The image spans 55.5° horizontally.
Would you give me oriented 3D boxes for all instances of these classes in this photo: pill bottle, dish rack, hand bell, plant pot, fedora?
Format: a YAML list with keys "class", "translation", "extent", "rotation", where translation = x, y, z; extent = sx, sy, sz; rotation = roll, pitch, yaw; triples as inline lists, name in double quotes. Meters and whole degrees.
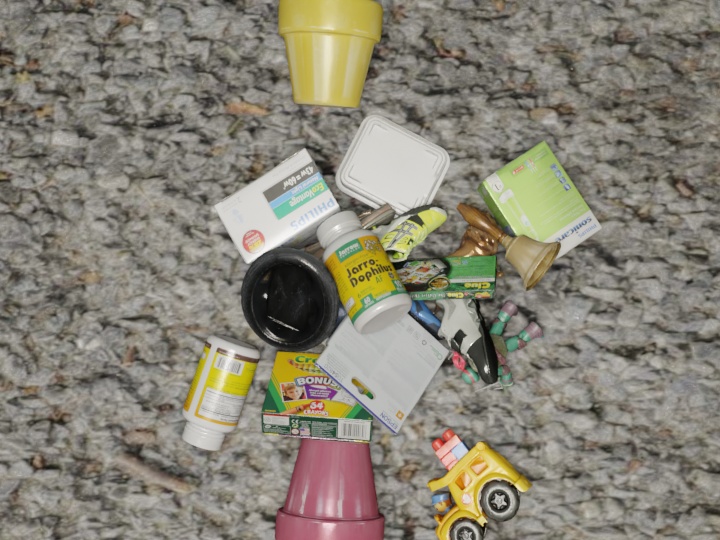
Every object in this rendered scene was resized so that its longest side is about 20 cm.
- class: "pill bottle"
  translation: [0.000, 0.000, 1.210]
  extent: [0.112, 0.113, 0.202]
  rotation: [-27, 70, 0]
- class: "dish rack"
  translation: [0.064, -0.204, 1.359]
  extent: [0.198, 0.044, 0.173]
  rotation: [28, 87, 3]
- class: "hand bell"
  translation: [0.256, -0.063, 1.261]
  extent: [0.199, 0.104, 0.105]
  rotation: [38, 88, 23]
- class: "plant pot"
  translation: [-0.060, -0.413, 1.313]
  extent: [0.197, 0.201, 0.192]
  rotation: [4, 102, 2]
- class: "fedora"
  translation: [-0.117, 0.041, 1.226]
  extent: [0.197, 0.092, 0.203]
  rotation: [5, 116, 11]
- class: "pill bottle"
  translation: [-0.271, 0.232, 1.306]
  extent: [0.108, 0.109, 0.203]
  rotation: [19, 87, 3]
- class: "plant pot"
  translation: [-0.052, 0.402, 1.250]
  extent: [0.197, 0.200, 0.182]
  rotation: [3, 78, 2]

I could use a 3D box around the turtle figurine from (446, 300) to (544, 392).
- class: "turtle figurine"
  translation: [0.247, 0.159, 1.305]
  extent: [0.200, 0.101, 0.150]
  rotation: [-43, 86, -7]

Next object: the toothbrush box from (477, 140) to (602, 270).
- class: "toothbrush box"
  translation: [0.341, -0.120, 1.322]
  extent: [0.145, 0.086, 0.201]
  rotation: [-33, 85, 0]

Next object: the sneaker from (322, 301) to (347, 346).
- class: "sneaker"
  translation: [-0.074, 0.036, 1.318]
  extent: [0.200, 0.081, 0.147]
  rotation: [43, 99, -2]

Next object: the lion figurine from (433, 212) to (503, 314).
- class: "lion figurine"
  translation: [0.195, -0.015, 1.326]
  extent: [0.199, 0.072, 0.123]
  rotation: [-33, 89, -2]

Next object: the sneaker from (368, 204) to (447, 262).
- class: "sneaker"
  translation: [0.083, -0.059, 1.316]
  extent: [0.198, 0.076, 0.077]
  rotation: [-27, 60, -9]

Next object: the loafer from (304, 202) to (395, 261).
- class: "loafer"
  translation: [-0.024, -0.074, 1.339]
  extent: [0.199, 0.072, 0.063]
  rotation: [-38, 74, 6]

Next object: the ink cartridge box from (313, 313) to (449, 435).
- class: "ink cartridge box"
  translation: [0.037, 0.161, 1.246]
  extent: [0.199, 0.041, 0.201]
  rotation: [42, 61, -5]

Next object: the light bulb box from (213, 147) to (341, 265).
- class: "light bulb box"
  translation: [-0.143, -0.106, 1.280]
  extent: [0.197, 0.200, 0.126]
  rotation: [-32, 86, -1]

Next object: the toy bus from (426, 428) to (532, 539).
- class: "toy bus"
  translation: [0.191, 0.405, 1.278]
  extent: [0.200, 0.136, 0.192]
  rotation: [-44, 73, 1]

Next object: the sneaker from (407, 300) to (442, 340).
- class: "sneaker"
  translation: [0.093, 0.053, 1.322]
  extent: [0.199, 0.066, 0.079]
  rotation: [36, 66, 13]

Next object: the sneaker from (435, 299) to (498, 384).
- class: "sneaker"
  translation: [0.190, 0.123, 1.243]
  extent: [0.088, 0.074, 0.202]
  rotation: [-25, 53, 16]

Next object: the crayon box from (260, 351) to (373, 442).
- class: "crayon box"
  translation: [-0.072, 0.230, 1.270]
  extent: [0.197, 0.173, 0.059]
  rotation: [4, 122, 2]

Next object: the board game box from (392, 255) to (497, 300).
- class: "board game box"
  translation: [0.150, 0.014, 1.263]
  extent: [0.197, 0.105, 0.024]
  rotation: [-1, 125, 16]
